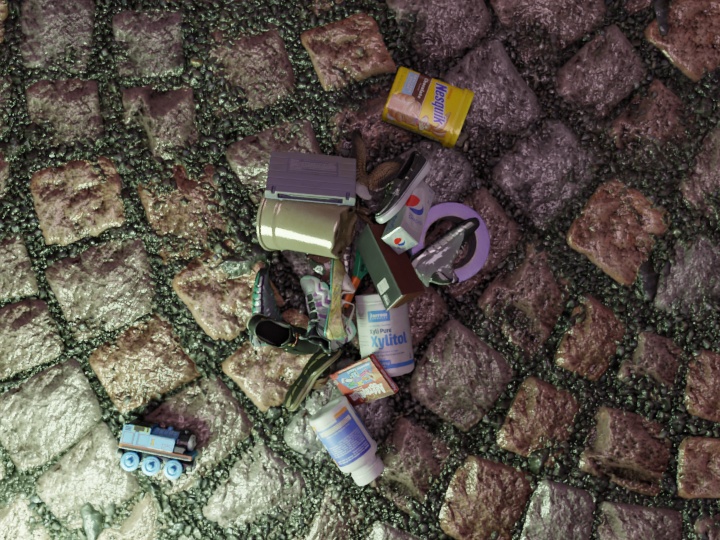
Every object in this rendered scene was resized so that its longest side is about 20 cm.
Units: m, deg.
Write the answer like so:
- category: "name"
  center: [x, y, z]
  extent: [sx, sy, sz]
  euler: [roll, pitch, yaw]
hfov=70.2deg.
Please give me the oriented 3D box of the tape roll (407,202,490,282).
- category: "tape roll"
  center: [0.221, -0.068, 1.302]
  extent: [0.199, 0.085, 0.201]
  euler: [0, 90, -2]

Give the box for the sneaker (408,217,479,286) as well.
- category: "sneaker"
  center: [0.221, -0.032, 1.230]
  extent: [0.200, 0.075, 0.116]
  euler: [-35, 95, 8]

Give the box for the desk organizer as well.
- category: "desk organizer"
  center: [0.068, -0.012, 1.212]
  extent: [0.077, 0.072, 0.201]
  euler: [-5, 60, -37]

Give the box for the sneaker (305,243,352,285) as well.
- category: "sneaker"
  center: [-0.079, -0.057, 1.299]
  extent: [0.115, 0.076, 0.201]
  euler: [5, 89, 1]

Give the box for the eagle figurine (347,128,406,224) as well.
- category: "eagle figurine"
  center: [0.014, -0.241, 1.275]
  extent: [0.151, 0.152, 0.201]
  euler: [28, 84, 33]

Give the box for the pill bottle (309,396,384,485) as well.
- category: "pill bottle"
  center: [-0.029, 0.425, 1.271]
  extent: [0.112, 0.112, 0.201]
  euler: [-33, 90, -2]

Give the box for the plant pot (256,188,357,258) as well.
- category: "plant pot"
  center: [-0.114, -0.116, 1.211]
  extent: [0.183, 0.200, 0.201]
  euler: [19, 88, 17]

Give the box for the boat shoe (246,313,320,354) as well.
- category: "boat shoe"
  center: [-0.183, 0.167, 1.266]
  extent: [0.201, 0.063, 0.074]
  euler: [27, 87, -28]

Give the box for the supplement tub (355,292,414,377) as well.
- category: "supplement tub"
  center: [0.059, 0.154, 1.269]
  extent: [0.131, 0.132, 0.201]
  euler: [-7, 90, -2]

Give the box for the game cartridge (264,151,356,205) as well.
- category: "game cartridge"
  center: [-0.109, -0.209, 1.154]
  extent: [0.199, 0.038, 0.130]
  euler: [5, 52, -5]

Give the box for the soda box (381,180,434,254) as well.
- category: "soda box"
  center: [0.117, -0.135, 1.229]
  extent: [0.063, 0.068, 0.201]
  euler: [41, 46, -19]

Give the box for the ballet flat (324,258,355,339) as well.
- category: "ballet flat"
  center: [-0.044, 0.067, 1.231]
  extent: [0.070, 0.071, 0.201]
  euler: [6, 77, -2]

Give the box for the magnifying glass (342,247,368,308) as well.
- category: "magnifying glass"
  center: [0.000, 0.000, 1.291]
  extent: [0.022, 0.080, 0.201]
  euler: [16, 75, 42]

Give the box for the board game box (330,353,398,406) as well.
- category: "board game box"
  center: [0.004, 0.271, 1.245]
  extent: [0.019, 0.200, 0.103]
  euler: [-37, 90, -38]

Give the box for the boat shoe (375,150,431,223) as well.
- category: "boat shoe"
  center: [0.091, -0.200, 1.224]
  extent: [0.057, 0.069, 0.200]
  euler: [43, 75, -21]

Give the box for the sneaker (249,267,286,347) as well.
- category: "sneaker"
  center: [-0.231, 0.095, 1.302]
  extent: [0.087, 0.074, 0.201]
  euler: [4, 97, -18]

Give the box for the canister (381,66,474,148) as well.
- category: "canister"
  center: [0.169, -0.417, 1.307]
  extent: [0.199, 0.087, 0.149]
  euler: [21, 88, 0]

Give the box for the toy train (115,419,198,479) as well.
- category: "toy train"
  center: [-0.501, 0.442, 1.272]
  extent: [0.199, 0.087, 0.115]
  euler: [11, 83, -1]

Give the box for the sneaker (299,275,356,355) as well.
- category: "sneaker"
  center: [-0.111, 0.118, 1.261]
  extent: [0.200, 0.078, 0.140]
  euler: [51, 50, 1]

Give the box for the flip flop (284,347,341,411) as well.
- category: "flip flop"
  center: [-0.114, 0.274, 1.295]
  extent: [0.058, 0.081, 0.200]
  euler: [38, 86, -25]
